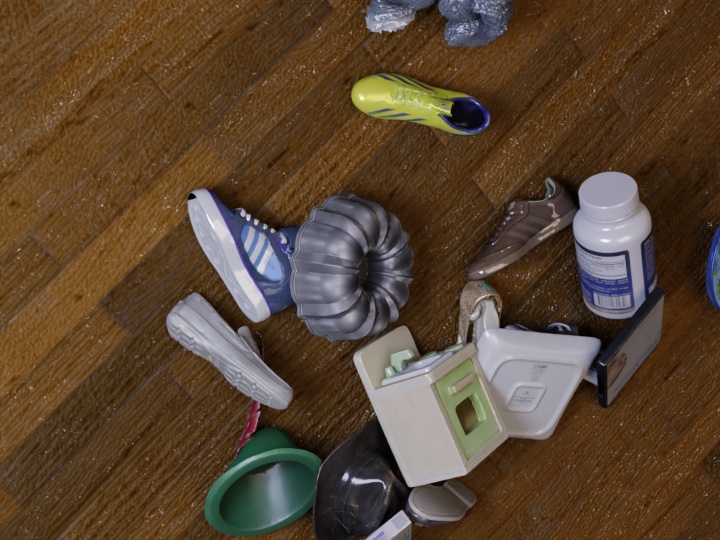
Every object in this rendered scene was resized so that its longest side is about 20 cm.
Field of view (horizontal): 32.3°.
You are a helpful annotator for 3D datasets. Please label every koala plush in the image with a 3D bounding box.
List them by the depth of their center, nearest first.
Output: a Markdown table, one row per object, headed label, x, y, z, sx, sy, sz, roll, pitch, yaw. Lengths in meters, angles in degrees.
| label | x | y | z | sx | sy | sz | roll | pitch | yaw |
| --- | --- | --- | --- | --- | --- | --- | --- | --- | --- |
| koala plush | 0.100 | -0.393 | 1.645 | 0.199 | 0.184 | 0.179 | 2 | 97 | -9 |

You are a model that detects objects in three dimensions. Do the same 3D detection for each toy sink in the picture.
| label | x | y | z | sx | sy | sz | roll | pitch | yaw |
| --- | --- | --- | --- | --- | --- | --- | --- | --- | --- |
| toy sink | 0.101 | 0.171 | 1.703 | 0.130 | 0.112 | 0.201 | -27 | 94 | -52 |

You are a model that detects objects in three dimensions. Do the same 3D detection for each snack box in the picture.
| label | x | y | z | sx | sy | sz | roll | pitch | yaw |
| --- | --- | --- | --- | --- | --- | --- | --- | --- | --- |
| snack box | 0.037 | 0.381 | 1.721 | 0.072 | 0.200 | 0.024 | -37 | 71 | -13 |

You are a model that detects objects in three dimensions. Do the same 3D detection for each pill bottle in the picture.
| label | x | y | z | sx | sy | sz | roll | pitch | yaw |
| --- | --- | --- | --- | --- | --- | --- | --- | --- | --- |
| pill bottle | 0.364 | -0.038 | 1.783 | 0.111 | 0.111 | 0.201 | -28 | 130 | -15 |

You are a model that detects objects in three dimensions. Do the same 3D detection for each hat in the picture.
| label | x | y | z | sx | sy | sz | roll | pitch | yaw |
| --- | --- | --- | --- | --- | --- | --- | --- | --- | --- |
| hat | 0.017 | 0.309 | 1.704 | 0.200 | 0.081 | 0.202 | -31 | 134 | -38 |
| hat | -0.143 | 0.237 | 1.716 | 0.200 | 0.176 | 0.166 | -39 | 135 | 12 |

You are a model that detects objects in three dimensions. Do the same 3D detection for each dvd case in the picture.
| label | x | y | z | sx | sy | sz | roll | pitch | yaw |
| --- | --- | --- | --- | --- | --- | --- | --- | --- | --- |
| dvd case | 0.396 | 0.118 | 1.827 | 0.018 | 0.200 | 0.143 | 36 | 78 | 23 |

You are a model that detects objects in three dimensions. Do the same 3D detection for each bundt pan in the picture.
| label | x | y | z | sx | sy | sz | roll | pitch | yaw |
| --- | --- | --- | --- | --- | --- | --- | --- | --- | --- |
| bundt pan | 0.000 | 0.000 | 1.660 | 0.201 | 0.075 | 0.203 | -10 | 103 | -47 |

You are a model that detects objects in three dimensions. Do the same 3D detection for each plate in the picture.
| label | x | y | z | sx | sy | sz | roll | pitch | yaw |
| --- | --- | --- | --- | --- | --- | --- | --- | --- | --- |
| plate | 0.231 | 0.174 | 1.787 | 0.198 | 0.032 | 0.201 | 7 | 125 | -24 |

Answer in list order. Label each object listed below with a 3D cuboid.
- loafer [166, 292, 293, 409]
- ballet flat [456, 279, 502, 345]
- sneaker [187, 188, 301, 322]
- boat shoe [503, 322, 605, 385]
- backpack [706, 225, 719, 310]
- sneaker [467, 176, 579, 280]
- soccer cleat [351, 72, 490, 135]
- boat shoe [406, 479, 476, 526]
| label | x | y | z | sx | sy | sz | roll | pitch | yaw |
| --- | --- | --- | --- | --- | --- | --- | --- | --- | --- |
| loafer | -0.163 | 0.104 | 1.632 | 0.200 | 0.070 | 0.070 | 39 | 63 | 4 |
| ballet flat | 0.171 | 0.115 | 1.791 | 0.070 | 0.065 | 0.201 | -5 | 100 | -22 |
| sneaker | -0.127 | -0.046 | 1.655 | 0.146 | 0.080 | 0.201 | -33 | 103 | -24 |
| boat shoe | 0.293 | 0.108 | 1.833 | 0.199 | 0.072 | 0.068 | 24 | 88 | -26 |
| backpack | 0.624 | -0.006 | 1.902 | 0.199 | 0.147 | 0.184 | 1 | 99 | -25 |
| sneaker | 0.222 | -0.060 | 1.795 | 0.199 | 0.070 | 0.076 | -33 | 91 | -19 |
| soccer cleat | 0.086 | -0.228 | 1.698 | 0.199 | 0.084 | 0.065 | 10 | 95 | -22 |
| boat shoe | 0.107 | 0.341 | 1.751 | 0.073 | 0.200 | 0.063 | 39 | 102 | 19 |
